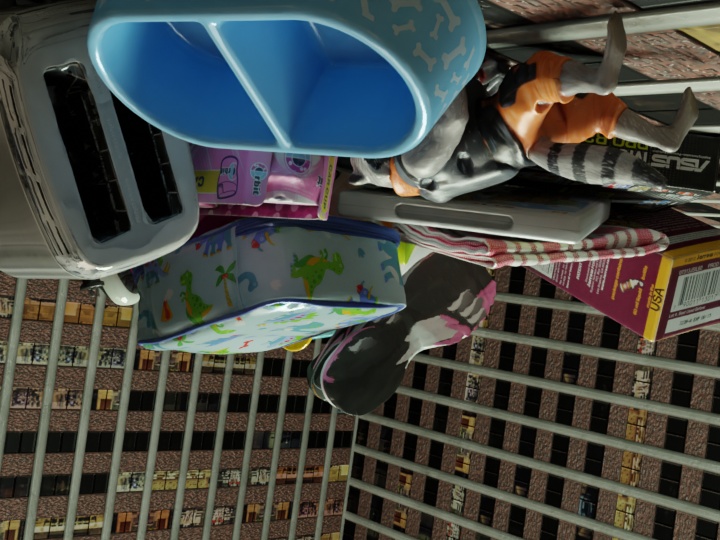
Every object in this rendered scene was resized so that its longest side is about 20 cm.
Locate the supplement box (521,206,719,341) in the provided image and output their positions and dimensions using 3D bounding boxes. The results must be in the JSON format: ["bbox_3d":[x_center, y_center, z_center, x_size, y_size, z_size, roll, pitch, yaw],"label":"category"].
[{"bbox_3d":[0.255,-0.019,0.956,0.110,0.086,0.200,-9,-152,-32],"label":"supplement box"}]

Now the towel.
[{"bbox_3d":[0.144,-0.033,0.834,0.199,0.030,0.146,-5,-166,-31],"label":"towel"}]

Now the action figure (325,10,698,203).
[{"bbox_3d":[0.065,-0.082,0.546,0.192,0.106,0.199,-9,176,36],"label":"action figure"}]

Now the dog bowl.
[{"bbox_3d":[-0.043,-0.101,0.452,0.199,0.050,0.112,8,151,30],"label":"dog bowl"}]

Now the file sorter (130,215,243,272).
[{"bbox_3d":[-0.133,-0.074,0.905,0.126,0.139,0.200,54,-166,17],"label":"file sorter"}]

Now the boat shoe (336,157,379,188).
[{"bbox_3d":[0.004,-0.102,0.742,0.198,0.076,0.062,9,178,15],"label":"boat shoe"}]

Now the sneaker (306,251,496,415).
[{"bbox_3d":[0.027,0.044,0.855,0.199,0.081,0.086,-34,-166,-26],"label":"sneaker"}]

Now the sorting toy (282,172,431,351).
[{"bbox_3d":[0.000,0.000,0.939,0.107,0.200,0.180,56,-157,22],"label":"sorting toy"}]

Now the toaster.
[{"bbox_3d":[-0.175,-0.071,0.589,0.113,0.202,0.129,-22,-163,-36],"label":"toaster"}]

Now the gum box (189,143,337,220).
[{"bbox_3d":[-0.086,-0.096,0.642,0.066,0.114,0.199,8,179,-36],"label":"gum box"}]

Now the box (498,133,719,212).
[{"bbox_3d":[0.201,-0.088,0.844,0.159,0.045,0.200,7,179,3],"label":"box"}]

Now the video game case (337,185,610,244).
[{"bbox_3d":[0.100,-0.053,0.792,0.181,0.022,0.200,8,-170,19],"label":"video game case"}]

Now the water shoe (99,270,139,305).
[{"bbox_3d":[-0.269,-0.041,0.898,0.079,0.201,0.071,-37,168,16],"label":"water shoe"}]

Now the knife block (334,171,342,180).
[{"bbox_3d":[0.027,-0.099,1.068,0.198,0.065,0.175,8,180,-12],"label":"knife block"}]

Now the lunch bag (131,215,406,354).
[{"bbox_3d":[-0.072,0.015,0.772,0.160,0.083,0.199,6,163,-44],"label":"lunch bag"}]
